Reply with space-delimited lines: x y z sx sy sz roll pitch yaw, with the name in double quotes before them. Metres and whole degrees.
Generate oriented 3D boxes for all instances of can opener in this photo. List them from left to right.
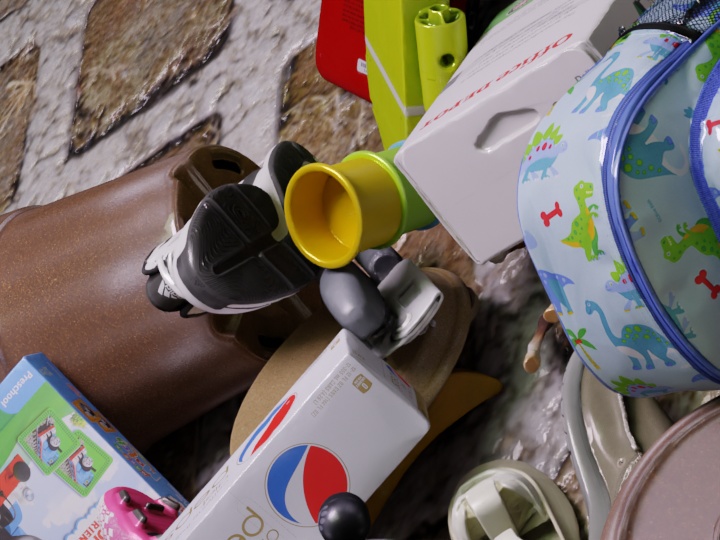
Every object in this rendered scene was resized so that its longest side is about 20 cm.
"can opener" 0.000 0.000 1.603 0.053 0.066 0.200 -45 19 2

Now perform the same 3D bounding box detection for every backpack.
"backpack" 0.184 -0.042 1.332 0.200 0.184 0.147 -40 19 -30

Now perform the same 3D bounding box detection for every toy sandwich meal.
"toy sandwich meal" 0.000 0.087 1.621 0.205 0.070 0.206 -36 25 20

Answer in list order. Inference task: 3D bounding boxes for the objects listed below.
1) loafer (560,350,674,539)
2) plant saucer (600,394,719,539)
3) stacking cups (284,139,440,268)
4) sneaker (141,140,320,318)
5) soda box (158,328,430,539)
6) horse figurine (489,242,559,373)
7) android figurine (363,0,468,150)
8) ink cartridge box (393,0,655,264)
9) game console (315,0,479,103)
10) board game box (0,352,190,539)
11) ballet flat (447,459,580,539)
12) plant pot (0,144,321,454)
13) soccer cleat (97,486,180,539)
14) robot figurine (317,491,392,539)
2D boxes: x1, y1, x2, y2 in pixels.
"loafer" 0.151 0.113 1.395 0.069 0.075 0.201 -21 49 18
"plant saucer" 0.195 0.130 1.284 0.199 0.034 0.201 -16 54 23
"stacking cups" 0.045 -0.049 1.588 0.060 0.199 0.061 14 110 41
"sneaker" -0.083 0.003 1.584 0.115 0.076 0.201 -41 3 24
"soda box" -0.049 0.131 1.493 0.200 0.064 0.068 -49 8 6
"horse figurine" 0.145 -0.029 1.536 0.200 0.050 0.133 -38 23 35
"android figurine" 0.031 -0.147 1.687 0.041 0.201 0.182 -9 26 -8
"ink cartridge box" 0.123 -0.108 1.545 0.146 0.084 0.200 -31 15 35
"game console" 0.068 -0.192 1.831 0.200 0.118 0.174 31 118 59
"board game box" -0.179 0.175 1.680 0.151 0.200 0.037 -48 -10 11
"ballet flat" 0.084 0.147 1.443 0.070 0.069 0.200 -47 33 13
"plant pot" -0.144 0.024 1.769 0.197 0.200 0.201 -23 43 28
"soccer cleat" -0.100 0.208 1.584 0.200 0.070 0.087 43 107 33
"robot figurine" 0.012 0.202 1.396 0.200 0.124 0.151 -102 35 -89
